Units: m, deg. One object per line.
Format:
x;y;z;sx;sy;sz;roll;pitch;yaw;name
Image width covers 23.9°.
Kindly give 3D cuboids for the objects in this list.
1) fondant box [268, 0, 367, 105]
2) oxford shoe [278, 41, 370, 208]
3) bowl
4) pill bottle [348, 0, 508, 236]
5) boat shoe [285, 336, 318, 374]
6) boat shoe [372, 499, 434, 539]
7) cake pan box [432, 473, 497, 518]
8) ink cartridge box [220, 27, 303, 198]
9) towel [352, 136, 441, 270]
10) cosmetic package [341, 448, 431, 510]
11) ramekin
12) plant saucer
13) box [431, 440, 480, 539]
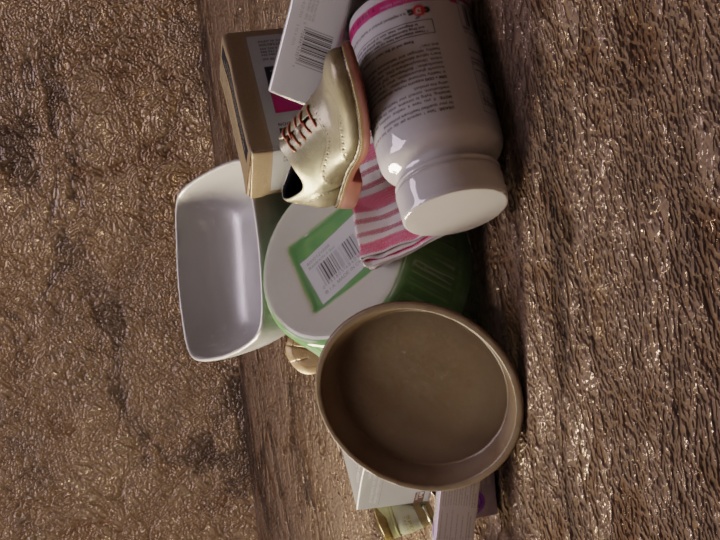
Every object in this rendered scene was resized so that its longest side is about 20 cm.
-0.012;-0.250;1.612;0.200;0.058;0.145;-50;-21;-62;fondant box
-0.033;-0.120;1.510;0.201;0.073;0.071;97;164;-50;oxford shoe
-0.123;-0.008;1.813;0.199;0.074;0.202;-20;72;58;bowl
0.062;-0.141;1.498;0.114;0.112;0.201;107;153;-66;pill bottle
0.000;0.034;1.863;0.072;0.200;0.065;45;-163;3;boat shoe
0.037;0.195;1.818;0.201;0.063;0.073;-99;-9;-47;boat shoe
0.087;0.143;1.753;0.184;0.052;0.202;-139;42;-77;cake pan box
-0.034;-0.170;1.745;0.075;0.198;0.166;99;159;-53;ink cartridge box
0.042;-0.114;1.594;0.030;0.146;0.201;28;-140;-50;towel
0.018;0.134;1.755;0.107;0.089;0.201;98;164;-46;cosmetic package
0.000;0.000;1.664;0.098;0.199;0.201;29;-141;-50;ramekin
0.056;0.113;1.578;0.030;0.199;0.201;-58;-30;-59;plant saucer
0.098;0.171;1.639;0.039;0.041;0.202;-97;11;-76;box
